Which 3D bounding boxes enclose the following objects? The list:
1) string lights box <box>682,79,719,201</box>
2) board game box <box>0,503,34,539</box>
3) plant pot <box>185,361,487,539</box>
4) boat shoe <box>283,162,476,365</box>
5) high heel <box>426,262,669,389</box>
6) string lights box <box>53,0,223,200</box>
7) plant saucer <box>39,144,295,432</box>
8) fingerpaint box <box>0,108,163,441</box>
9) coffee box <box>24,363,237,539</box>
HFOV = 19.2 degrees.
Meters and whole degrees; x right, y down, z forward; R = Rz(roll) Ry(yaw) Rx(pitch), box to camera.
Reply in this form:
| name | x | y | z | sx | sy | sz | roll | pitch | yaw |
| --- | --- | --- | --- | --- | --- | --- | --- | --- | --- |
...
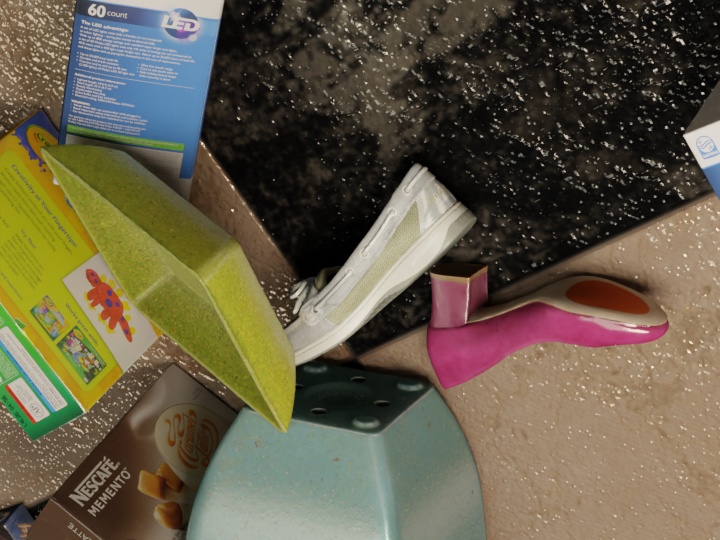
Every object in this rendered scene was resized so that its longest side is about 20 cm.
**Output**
| name | x | y | z | sx | sy | sz | roll | pitch | yaw |
| --- | --- | --- | --- | --- | --- | --- | --- | --- | --- |
| string lights box | 0.293 | -0.034 | 1.388 | 0.059 | 0.103 | 0.200 | -22 | 108 | 35 |
| board game box | -0.311 | 0.318 | 1.969 | 0.135 | 0.035 | 0.200 | -21 | 108 | 35 |
| plant pot | -0.018 | 0.184 | 1.641 | 0.195 | 0.196 | 0.200 | 9 | 110 | 23 |
| boat shoe | 0.000 | 0.000 | 1.588 | 0.065 | 0.074 | 0.202 | 49 | 125 | 1 |
| high heel | 0.136 | 0.054 | 1.548 | 0.200 | 0.067 | 0.096 | 12 | 115 | 39 |
| string lights box | -0.160 | -0.149 | 1.550 | 0.103 | 0.059 | 0.200 | 9 | 129 | -7 |
| plant saucer | -0.126 | 0.002 | 1.542 | 0.200 | 0.048 | 0.200 | 37 | 161 | 36 |
| fingerpaint box | -0.252 | 0.002 | 1.658 | 0.073 | 0.167 | 0.200 | -28 | 104 | 38 |
| coffee box | -0.169 | 0.181 | 1.703 | 0.114 | 0.200 | 0.080 | 38 | 129 | 2 |
